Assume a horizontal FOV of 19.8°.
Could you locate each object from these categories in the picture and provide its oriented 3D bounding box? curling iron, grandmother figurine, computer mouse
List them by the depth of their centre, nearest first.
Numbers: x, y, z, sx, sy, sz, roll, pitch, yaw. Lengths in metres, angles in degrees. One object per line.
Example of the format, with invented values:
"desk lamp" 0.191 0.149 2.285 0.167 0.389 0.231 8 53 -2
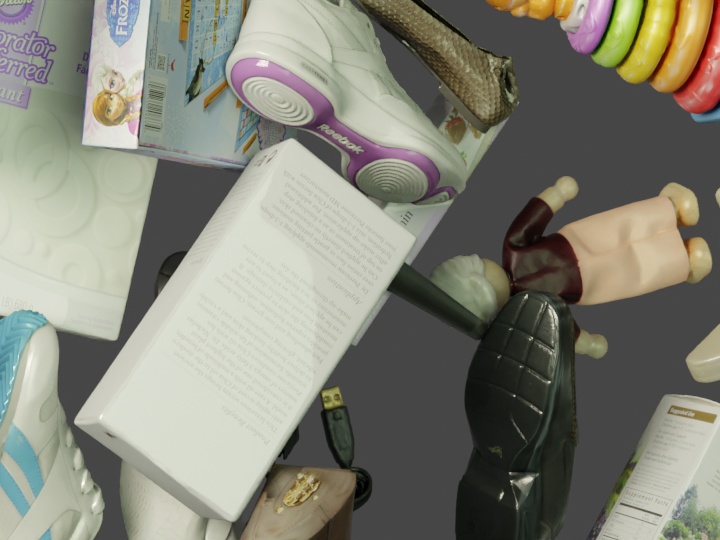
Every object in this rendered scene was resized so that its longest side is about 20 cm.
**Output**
"computer mouse" -0.048 0.073 1.293 0.140 0.046 0.202 -14 82 -57
"curling iron" 0.000 0.000 1.305 0.199 0.026 0.050 24 103 -29
"grandmother figurine" 0.138 0.001 1.393 0.198 0.061 0.122 -12 77 -20

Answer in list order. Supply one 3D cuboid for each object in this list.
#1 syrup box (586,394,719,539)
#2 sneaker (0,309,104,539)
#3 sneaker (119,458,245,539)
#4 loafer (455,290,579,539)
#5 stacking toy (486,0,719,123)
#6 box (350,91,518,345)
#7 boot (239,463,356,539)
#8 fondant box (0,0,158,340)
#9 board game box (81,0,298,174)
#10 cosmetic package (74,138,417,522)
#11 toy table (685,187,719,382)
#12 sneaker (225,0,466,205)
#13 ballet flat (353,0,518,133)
"syrup box" 0.211 0.192 1.414 0.078 0.081 0.201 34 78 -23
"sneaker" -0.196 0.118 1.229 0.080 0.076 0.202 0 111 -25
"sneaker" -0.096 0.169 1.294 0.088 0.075 0.202 12 72 -55
"loafer" 0.112 0.102 1.362 0.072 0.073 0.202 -16 125 -44
"stacking toy" 0.175 -0.173 1.390 0.198 0.116 0.111 12 90 -10
"box" 0.030 -0.043 1.351 0.039 0.041 0.201 39 76 -20
"boot" -0.011 0.181 1.259 0.186 0.064 0.202 -40 140 -43
"fondant box" -0.198 -0.071 1.240 0.143 0.058 0.202 14 85 -24
"board game box" -0.090 -0.163 1.229 0.199 0.041 0.202 8 88 -65
"cosmetic package" -0.066 0.035 1.205 0.101 0.071 0.201 38 74 -14
"toy table" 0.324 0.019 1.427 0.199 0.117 0.185 -28 110 -31
"sneaker" 0.004 -0.112 1.265 0.200 0.074 0.100 37 52 -40
"ballet flat" 0.031 -0.167 1.290 0.046 0.068 0.200 -40 111 15
